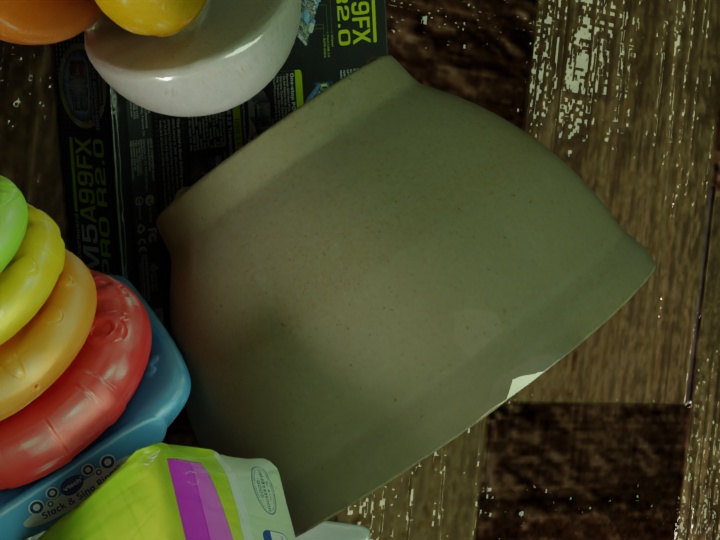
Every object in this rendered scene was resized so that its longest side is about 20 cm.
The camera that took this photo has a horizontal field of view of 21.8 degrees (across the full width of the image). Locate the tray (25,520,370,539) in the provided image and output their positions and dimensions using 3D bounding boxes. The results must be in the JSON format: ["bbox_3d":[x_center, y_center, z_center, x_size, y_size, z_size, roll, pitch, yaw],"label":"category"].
[{"bbox_3d":[-0.081,0.159,0.859,0.199,0.022,0.109,15,86,-42],"label":"tray"}]

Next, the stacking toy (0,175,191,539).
[{"bbox_3d":[-0.155,-0.007,0.682,0.115,0.110,0.201,-32,126,-7],"label":"stacking toy"}]

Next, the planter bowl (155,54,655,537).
[{"bbox_3d":[0.000,0.000,0.761,0.200,0.200,0.135,-36,90,-33],"label":"planter bowl"}]

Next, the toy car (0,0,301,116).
[{"bbox_3d":[-0.099,-0.161,0.689,0.201,0.148,0.176,-75,154,-45],"label":"toy car"}]

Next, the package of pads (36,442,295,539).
[{"bbox_3d":[-0.092,0.170,0.682,0.068,0.200,0.156,11,49,-41],"label":"package of pads"}]

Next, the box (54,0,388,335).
[{"bbox_3d":[-0.057,-0.058,0.840,0.159,0.044,0.202,-12,104,-41],"label":"box"}]
